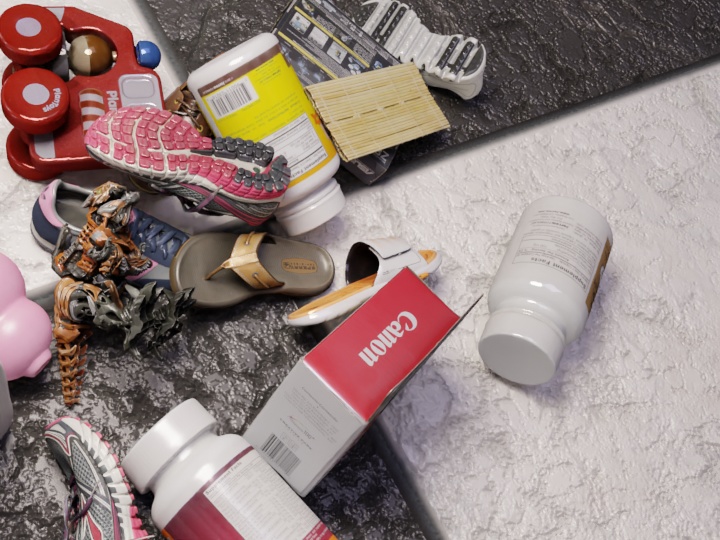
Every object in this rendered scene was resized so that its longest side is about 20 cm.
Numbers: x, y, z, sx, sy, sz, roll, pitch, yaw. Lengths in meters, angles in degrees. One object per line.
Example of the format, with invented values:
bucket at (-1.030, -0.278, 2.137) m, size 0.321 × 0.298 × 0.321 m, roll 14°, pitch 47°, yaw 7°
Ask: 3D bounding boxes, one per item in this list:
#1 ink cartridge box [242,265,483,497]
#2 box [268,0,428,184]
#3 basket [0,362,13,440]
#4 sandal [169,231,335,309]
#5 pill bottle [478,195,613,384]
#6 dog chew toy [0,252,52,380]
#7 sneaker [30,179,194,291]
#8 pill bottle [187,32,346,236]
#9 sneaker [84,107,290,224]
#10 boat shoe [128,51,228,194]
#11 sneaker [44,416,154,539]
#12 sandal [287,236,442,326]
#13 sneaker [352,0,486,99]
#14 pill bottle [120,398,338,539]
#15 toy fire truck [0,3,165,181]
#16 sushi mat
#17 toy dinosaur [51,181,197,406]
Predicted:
ink cartridge box at (0.007, 0.087, 0.909) m, size 0.084 × 0.176 × 0.200 m, roll 42°, pitch 39°, yaw 6°
box at (-0.027, -0.224, 1.147) m, size 0.199 × 0.049 × 0.162 m, roll 37°, pitch 51°, yaw -16°
basket at (-0.373, 0.110, 0.771) m, size 0.135 × 0.200 × 0.124 m, roll 33°, pitch 61°, yaw 0°
sandal at (-0.103, -0.004, 0.999) m, size 0.198 × 0.054 × 0.083 m, roll 2°, pitch 71°, yaw -35°
pill bottle at (0.206, 0.023, 1.086) m, size 0.114 × 0.115 × 0.201 m, roll 30°, pitch 56°, yaw -2°
dog chew toy at (-0.364, 0.022, 0.873) m, size 0.200 × 0.124 × 0.125 m, roll 43°, pitch 56°, yaw -4°
sneaker at (-0.231, -0.034, 0.970) m, size 0.198 × 0.082 × 0.071 m, roll 15°, pitch 59°, yaw -16°
pill bottle at (-0.094, -0.142, 1.034) m, size 0.109 × 0.109 × 0.201 m, roll -40°, pitch 111°, yaw -33°
sneaker at (-0.172, -0.094, 0.944) m, size 0.198 × 0.075 × 0.081 m, roll 18°, pitch 48°, yaw -12°
boat shoe at (-0.193, -0.170, 1.070) m, size 0.072 × 0.068 × 0.201 m, roll 31°, pitch 56°, yaw -2°
sneaker at (-0.229, 0.220, 0.832) m, size 0.074 × 0.081 × 0.201 m, roll -20°, pitch 71°, yaw -26°
sandal at (0.005, 0.000, 1.027) m, size 0.206 × 0.079 × 0.060 m, roll -25°, pitch 101°, yaw -36°
sneaker at (0.073, -0.279, 1.234) m, size 0.199 × 0.081 × 0.075 m, roll 34°, pitch 81°, yaw 22°
pill bottle at (-0.115, 0.218, 0.858) m, size 0.200 × 0.110 × 0.109 m, roll 45°, pitch 57°, yaw 8°
toy fire truck at (-0.289, -0.189, 1.012) m, size 0.166 × 0.112 × 0.202 m, roll -4°, pitch 65°, yaw -19°
sushi mat at (0.023, -0.187, 1.116) m, size 0.199 × 0.012 × 0.096 m, roll -25°, pitch 85°, yaw -45°
toy dinosaur at (-0.238, 0.024, 0.911) m, size 0.135 × 0.202 × 0.102 m, roll 19°, pitch 23°, yaw 15°
